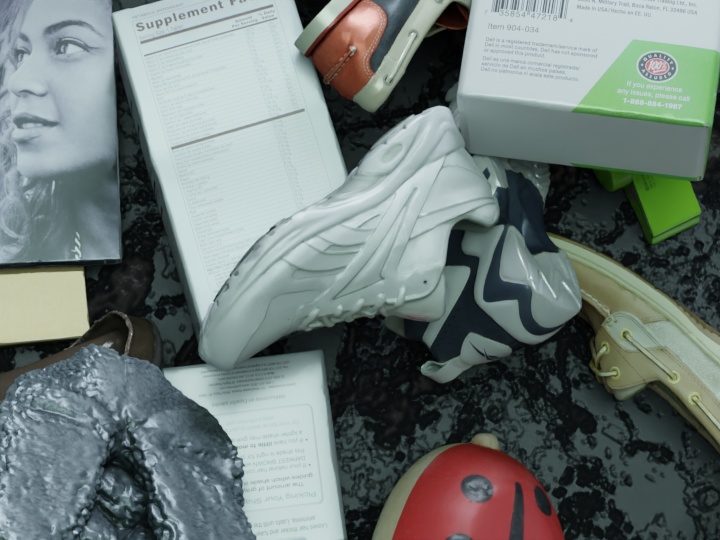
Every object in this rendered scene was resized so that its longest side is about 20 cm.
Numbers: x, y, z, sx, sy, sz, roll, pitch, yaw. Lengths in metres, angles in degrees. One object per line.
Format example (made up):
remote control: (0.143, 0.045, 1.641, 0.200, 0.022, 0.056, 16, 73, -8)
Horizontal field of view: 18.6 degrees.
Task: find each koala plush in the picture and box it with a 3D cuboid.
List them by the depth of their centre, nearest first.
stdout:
koala plush: (-0.167, 0.166, 1.235, 0.176, 0.200, 0.185, 16, 40, -22)

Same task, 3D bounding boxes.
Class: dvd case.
dvd case: (-0.223, -0.100, 1.350, 0.147, 0.016, 0.202, -3, 76, -4)

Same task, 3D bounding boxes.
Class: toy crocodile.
toy crocodile: (0.158, -0.112, 1.368, 0.067, 0.062, 0.201, -29, 103, -7)

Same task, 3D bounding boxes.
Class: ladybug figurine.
ladybug figurine: (0.070, 0.193, 1.290, 0.135, 0.072, 0.202, 10, 73, -26)

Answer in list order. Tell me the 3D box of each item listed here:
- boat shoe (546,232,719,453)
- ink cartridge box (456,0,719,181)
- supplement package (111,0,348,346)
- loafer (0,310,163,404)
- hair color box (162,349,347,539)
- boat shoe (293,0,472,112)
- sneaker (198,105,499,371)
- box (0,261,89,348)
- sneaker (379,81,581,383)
boat shoe: (0.175, 0.051, 1.338, 0.199, 0.074, 0.067, 35, 86, 11)
ink cartridge box: (0.142, -0.166, 1.279, 0.144, 0.084, 0.202, 8, 70, 9)
supplement package: (-0.070, -0.062, 1.326, 0.113, 0.110, 0.202, -15, 81, -7)
loafer: (-0.200, 0.092, 1.295, 0.200, 0.073, 0.071, -44, 123, -10)
hair color box: (-0.058, 0.155, 1.311, 0.098, 0.061, 0.202, -7, 79, -5)
boat shoe: (0.038, -0.164, 1.316, 0.063, 0.071, 0.200, 43, 48, 2)
sneaker: (0.000, 0.000, 1.227, 0.200, 0.078, 0.100, -40, 89, -11)
box: (-0.271, -0.029, 1.352, 0.198, 0.021, 0.165, -5, 80, -4)
sneaker: (0.055, -0.017, 1.342, 0.129, 0.079, 0.200, -37, 49, 26)
